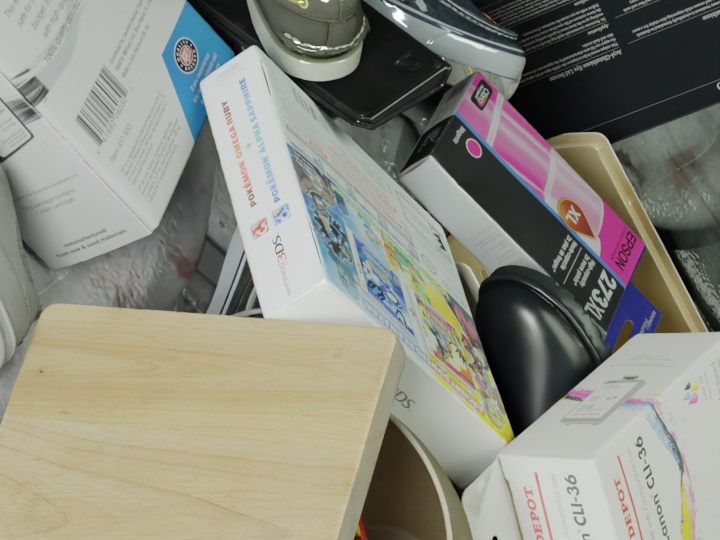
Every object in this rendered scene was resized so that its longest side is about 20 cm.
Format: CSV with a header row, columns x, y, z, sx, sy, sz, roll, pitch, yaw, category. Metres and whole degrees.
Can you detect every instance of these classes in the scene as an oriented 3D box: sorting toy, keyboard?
x,y,z,sx,sy,sz,roll,pitch,yaw,category
-0.086,0.124,1.365,0.070,0.200,0.199,56,44,-53,sorting toy
-0.031,-0.158,1.582,0.200,0.021,0.127,39,52,21,keyboard

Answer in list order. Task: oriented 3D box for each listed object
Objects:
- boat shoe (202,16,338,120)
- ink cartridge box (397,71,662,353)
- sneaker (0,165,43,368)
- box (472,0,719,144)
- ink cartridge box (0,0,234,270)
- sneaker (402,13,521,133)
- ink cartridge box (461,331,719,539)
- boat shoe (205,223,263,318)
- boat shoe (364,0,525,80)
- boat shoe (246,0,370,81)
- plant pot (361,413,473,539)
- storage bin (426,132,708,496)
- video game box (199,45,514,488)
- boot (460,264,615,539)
x,y,z,sx,sy,sz,roll,pitch,yaw,category
-0.063,-0.137,1.627,0.201,0.061,0.072,14,63,-47,boat shoe
0.112,-0.019,1.656,0.200,0.037,0.095,46,40,-15,ink cartridge box
-0.220,-0.044,1.396,0.082,0.075,0.200,-43,119,-58,sneaker
0.184,-0.169,1.829,0.079,0.200,0.141,-36,103,-52,box
-0.175,-0.124,1.463,0.200,0.086,0.146,46,42,-26,ink cartridge box
0.025,-0.154,1.736,0.200,0.076,0.092,46,48,-26,sneaker
0.143,0.126,1.515,0.200,0.067,0.117,-36,117,-46,ink cartridge box
-0.045,0.040,1.563,0.074,0.068,0.199,45,44,-29,boat shoe
0.023,-0.191,1.667,0.200,0.071,0.091,25,95,-8,boat shoe
-0.053,-0.194,1.555,0.072,0.060,0.202,-15,53,-23,boat shoe
-0.019,0.170,1.454,0.134,0.200,0.200,35,47,-60,plant pot
0.116,0.038,1.740,0.200,0.094,0.199,-42,108,-50,storage bin
0.000,0.000,1.497,0.200,0.047,0.182,43,19,-43,video game box
0.083,0.119,1.563,0.168,0.076,0.200,-38,110,-39,boot
